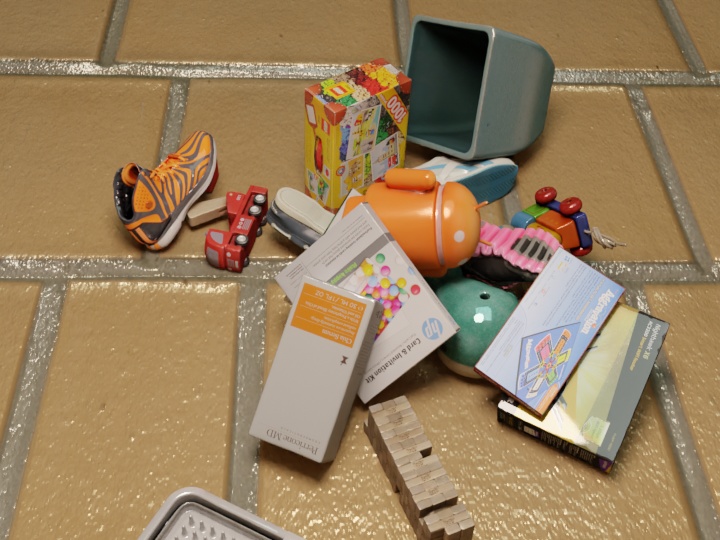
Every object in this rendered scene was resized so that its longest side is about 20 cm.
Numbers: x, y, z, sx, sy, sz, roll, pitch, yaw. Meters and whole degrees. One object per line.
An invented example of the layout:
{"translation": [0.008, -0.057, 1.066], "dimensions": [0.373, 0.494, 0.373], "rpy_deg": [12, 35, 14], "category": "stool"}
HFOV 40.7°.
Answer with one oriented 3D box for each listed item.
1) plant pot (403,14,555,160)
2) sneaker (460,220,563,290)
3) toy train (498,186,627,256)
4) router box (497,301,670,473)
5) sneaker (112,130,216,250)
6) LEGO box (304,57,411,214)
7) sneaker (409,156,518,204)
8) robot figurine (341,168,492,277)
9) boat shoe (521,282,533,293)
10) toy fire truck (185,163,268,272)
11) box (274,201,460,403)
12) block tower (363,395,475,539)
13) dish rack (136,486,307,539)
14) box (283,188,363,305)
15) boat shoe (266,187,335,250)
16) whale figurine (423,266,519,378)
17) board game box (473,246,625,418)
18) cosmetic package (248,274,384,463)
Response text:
{"translation": [0.201, -0.291, 1.570], "dimensions": [0.197, 0.200, 0.195], "rpy_deg": [-2, 18, -38], "category": "plant pot"}
{"translation": [0.209, -0.008, 1.363], "dimensions": [0.198, 0.097, 0.079], "rpy_deg": [19, 47, 43], "category": "sneaker"}
{"translation": [0.277, -0.044, 1.391], "dimensions": [0.114, 0.086, 0.200], "rpy_deg": [-26, 24, -11], "category": "toy train"}
{"translation": [0.283, 0.130, 1.235], "dimensions": [0.155, 0.052, 0.202], "rpy_deg": [22, 69, 18], "category": "router box"}
{"translation": [-0.287, -0.140, 1.421], "dimensions": [0.076, 0.112, 0.203], "rpy_deg": [4, 62, 37], "category": "sneaker"}
{"translation": [-0.007, -0.200, 1.479], "dimensions": [0.147, 0.202, 0.077], "rpy_deg": [-28, 52, -27], "category": "LEGO box"}
{"translation": [0.155, -0.147, 1.527], "dimensions": [0.196, 0.077, 0.081], "rpy_deg": [-13, 45, -18], "category": "sneaker"}
{"translation": [0.074, -0.061, 1.288], "dimensions": [0.196, 0.147, 0.117], "rpy_deg": [0, 3, 13], "category": "robot figurine"}
{"translation": [0.307, 0.047, 1.353], "dimensions": [0.073, 0.063, 0.200], "rpy_deg": [-30, 54, -29], "category": "boat shoe"}
{"translation": [-0.213, -0.090, 1.465], "dimensions": [0.138, 0.049, 0.202], "rpy_deg": [11, 47, 8], "category": "toy fire truck"}
{"translation": [0.007, 0.041, 1.236], "dimensions": [0.201, 0.155, 0.041], "rpy_deg": [53, 15, 4], "category": "box"}
{"translation": [0.066, 0.240, 1.154], "dimensions": [0.053, 0.058, 0.201], "rpy_deg": [-15, 47, -18], "category": "block tower"}
{"translation": [-0.157, 0.341, 1.051], "dimensions": [0.197, 0.044, 0.172], "rpy_deg": [21, 49, 17], "category": "dish rack"}
{"translation": [0.000, 0.000, 1.348], "dimensions": [0.143, 0.036, 0.201], "rpy_deg": [33, 56, -3], "category": "box"}
{"translation": [-0.050, -0.040, 1.411], "dimensions": [0.198, 0.062, 0.075], "rpy_deg": [32, 36, -2], "category": "boat shoe"}
{"translation": [0.145, 0.049, 1.313], "dimensions": [0.156, 0.105, 0.201], "rpy_deg": [-15, 45, -17], "category": "whale figurine"}
{"translation": [0.239, 0.074, 1.223], "dimensions": [0.102, 0.020, 0.201], "rpy_deg": [33, 72, 17], "category": "board game box"}
{"translation": [-0.052, 0.119, 1.179], "dimensions": [0.100, 0.071, 0.204], "rpy_deg": [17, 86, 13], "category": "cosmetic package"}
